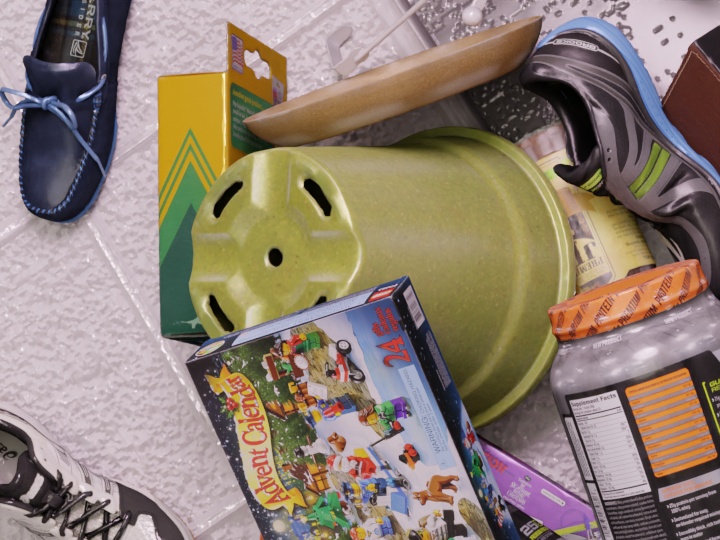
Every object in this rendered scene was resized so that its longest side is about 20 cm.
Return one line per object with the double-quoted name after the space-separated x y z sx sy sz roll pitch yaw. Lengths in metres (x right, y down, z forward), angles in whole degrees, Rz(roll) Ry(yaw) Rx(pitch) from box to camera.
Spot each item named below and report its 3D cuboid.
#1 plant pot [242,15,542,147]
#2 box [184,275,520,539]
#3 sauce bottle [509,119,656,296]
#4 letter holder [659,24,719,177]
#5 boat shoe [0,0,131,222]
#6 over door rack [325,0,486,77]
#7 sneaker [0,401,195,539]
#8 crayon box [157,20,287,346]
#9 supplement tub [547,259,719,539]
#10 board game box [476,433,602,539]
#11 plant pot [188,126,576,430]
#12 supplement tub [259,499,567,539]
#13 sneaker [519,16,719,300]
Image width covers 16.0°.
0.024 -0.115 1.607 0.200 0.200 0.028 -17 96 14 "plant pot"
0.001 0.117 1.470 0.136 0.038 0.200 -19 103 22 "box"
0.156 0.002 1.619 0.065 0.065 0.200 -26 77 12 "sauce bottle"
0.284 -0.055 1.581 0.100 0.142 0.200 -32 73 -23 "letter holder"
-0.207 -0.135 1.736 0.084 0.069 0.201 3 85 16 "boat shoe"
0.004 -0.199 1.608 0.200 0.148 0.067 -30 43 35 "over door rack"
-0.201 0.157 1.693 0.200 0.088 0.076 30 91 15 "sneaker"
-0.088 -0.051 1.663 0.051 0.126 0.201 -2 83 16 "crayon box"
0.188 0.102 1.520 0.122 0.123 0.200 -18 92 13 "supplement tub"
0.098 0.189 1.634 0.200 0.032 0.120 32 96 17 "board game box"
0.000 0.000 1.570 0.200 0.184 0.201 -4 83 37 "plant pot"
0.045 0.185 1.572 0.200 0.122 0.123 32 93 16 "supplement tub"
0.166 -0.060 1.582 0.083 0.071 0.200 -34 89 -24 "sneaker"
